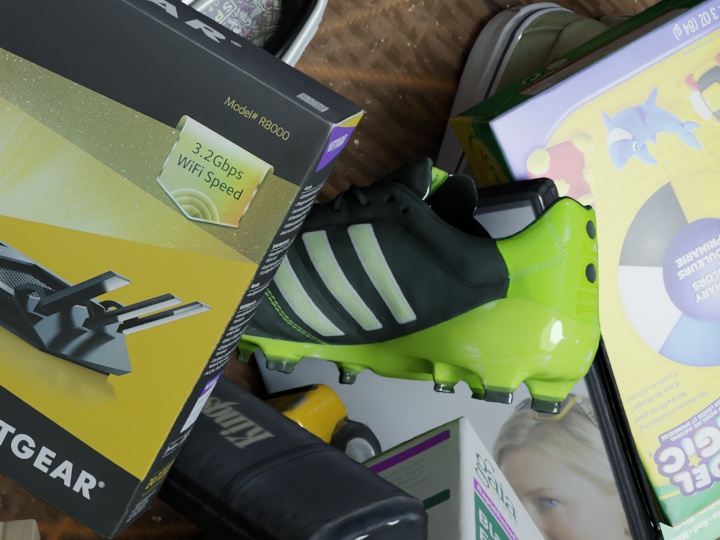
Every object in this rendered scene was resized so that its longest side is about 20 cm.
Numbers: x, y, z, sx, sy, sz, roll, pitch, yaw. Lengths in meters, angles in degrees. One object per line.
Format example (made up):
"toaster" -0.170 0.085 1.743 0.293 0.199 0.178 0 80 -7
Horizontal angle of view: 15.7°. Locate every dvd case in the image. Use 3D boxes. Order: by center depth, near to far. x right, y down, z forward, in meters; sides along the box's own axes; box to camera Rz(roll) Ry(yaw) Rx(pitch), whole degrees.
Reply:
"dvd case" 0.037 0.068 0.995 0.018 0.142 0.201 -43 119 -55

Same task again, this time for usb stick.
"usb stick" -0.048 0.064 0.905 0.055 0.200 0.033 -27 119 -24

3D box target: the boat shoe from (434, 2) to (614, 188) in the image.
"boat shoe" 0.056 -0.008 1.030 0.072 0.062 0.201 11 92 -29

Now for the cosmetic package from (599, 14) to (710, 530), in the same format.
"cosmetic package" 0.137 0.004 1.070 0.103 0.073 0.201 12 91 -28

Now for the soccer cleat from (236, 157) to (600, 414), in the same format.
"soccer cleat" 0.000 0.000 0.937 0.067 0.199 0.082 16 82 -56

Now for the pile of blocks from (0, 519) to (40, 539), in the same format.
"pile of blocks" -0.118 0.153 0.876 0.062 0.200 0.083 -5 110 4

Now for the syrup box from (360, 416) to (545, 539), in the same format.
"syrup box" 0.021 0.140 0.854 0.081 0.200 0.079 -26 113 15

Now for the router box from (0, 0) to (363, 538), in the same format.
"router box" -0.123 -0.032 0.855 0.199 0.052 0.158 30 103 6

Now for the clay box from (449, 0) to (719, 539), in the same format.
"clay box" 0.128 0.006 0.998 0.114 0.048 0.201 -30 103 -15

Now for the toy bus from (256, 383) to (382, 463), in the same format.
"toy bus" -0.008 0.147 0.992 0.078 0.065 0.201 -39 109 -46

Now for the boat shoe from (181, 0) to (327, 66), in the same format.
"boat shoe" -0.086 -0.046 0.945 0.200 0.068 0.072 -42 114 -18
